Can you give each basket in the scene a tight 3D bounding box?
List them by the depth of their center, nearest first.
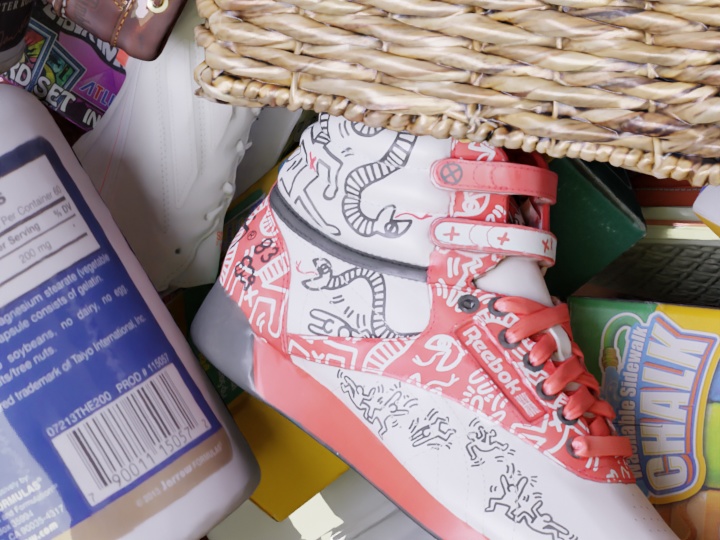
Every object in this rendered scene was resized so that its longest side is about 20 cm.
[{"bbox_3d":[0.062,-0.122,0.887,0.200,0.143,0.149,10,110,23],"label":"basket"}]

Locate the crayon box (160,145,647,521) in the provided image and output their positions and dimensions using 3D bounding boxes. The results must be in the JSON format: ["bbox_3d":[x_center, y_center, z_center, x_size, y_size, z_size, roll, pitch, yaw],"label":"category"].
[{"bbox_3d":[0.000,0.000,1.013,0.200,0.126,0.052,-38,119,17],"label":"crayon box"}]

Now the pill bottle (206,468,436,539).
[{"bbox_3d":[0.030,0.151,1.064,0.114,0.114,0.200,-30,93,25],"label":"pill bottle"}]

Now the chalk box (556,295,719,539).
[{"bbox_3d":[0.114,0.084,0.966,0.200,0.125,0.124,4,76,6],"label":"chalk box"}]

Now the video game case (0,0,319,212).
[{"bbox_3d":[-0.081,-0.142,1.071,0.200,0.036,0.181,33,112,10],"label":"video game case"}]

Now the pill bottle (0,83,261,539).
[{"bbox_3d":[-0.127,0.011,0.918,0.111,0.111,0.200,-30,93,25],"label":"pill bottle"}]

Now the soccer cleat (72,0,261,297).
[{"bbox_3d":[-0.066,-0.038,1.021,0.078,0.069,0.200,42,100,13],"label":"soccer cleat"}]

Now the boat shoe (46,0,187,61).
[{"bbox_3d":[-0.036,-0.159,0.976,0.070,0.070,0.200,36,82,8],"label":"boat shoe"}]

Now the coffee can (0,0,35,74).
[{"bbox_3d":[-0.159,-0.185,0.990,0.146,0.146,0.200,24,111,13],"label":"coffee can"}]

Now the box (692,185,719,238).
[{"bbox_3d":[0.185,-0.032,0.887,0.041,0.200,0.119,42,89,-26],"label":"box"}]

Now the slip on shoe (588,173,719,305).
[{"bbox_3d":[0.146,-0.028,1.007,0.200,0.074,0.061,-9,66,29],"label":"slip on shoe"}]

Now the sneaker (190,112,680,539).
[{"bbox_3d":[0.044,0.023,0.884,0.201,0.067,0.108,34,101,29],"label":"sneaker"}]
